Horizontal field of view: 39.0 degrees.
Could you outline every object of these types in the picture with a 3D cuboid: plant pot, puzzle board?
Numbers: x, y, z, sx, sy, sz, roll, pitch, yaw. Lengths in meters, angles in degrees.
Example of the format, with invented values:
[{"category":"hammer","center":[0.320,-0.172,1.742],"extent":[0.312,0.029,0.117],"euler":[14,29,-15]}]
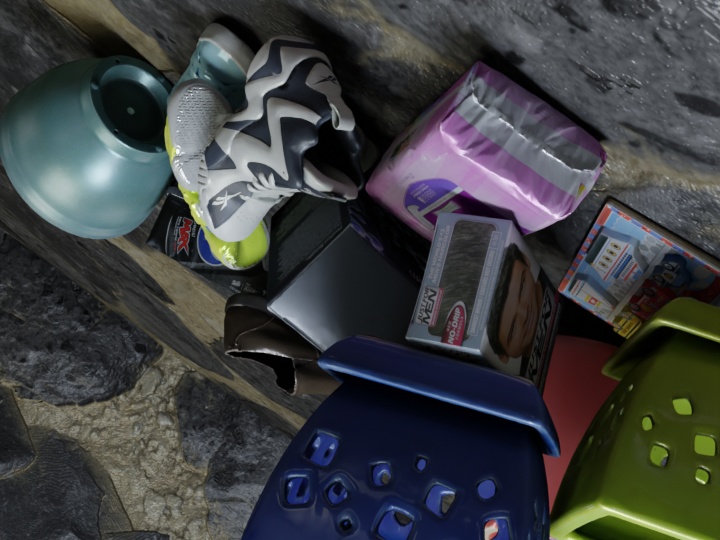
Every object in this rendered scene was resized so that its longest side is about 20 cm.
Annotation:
[{"category":"plant pot","center":[0.050,0.163,0.766],"extent":[0.198,0.182,0.200],"euler":[13,167,19]},{"category":"plant pot","center":[0.188,0.184,1.002],"extent":[0.198,0.179,0.201],"euler":[8,153,4]},{"category":"plant pot","center":[0.273,0.141,0.791],"extent":[0.198,0.183,0.199],"euler":[17,161,5]},{"category":"plant pot","center":[-0.278,-0.153,1.126],"extent":[0.200,0.201,0.134],"euler":[42,135,-21]},{"category":"puzzle board","center":[0.248,0.024,0.854],"extent":[0.150,0.017,0.200],"euler":[32,162,11]}]

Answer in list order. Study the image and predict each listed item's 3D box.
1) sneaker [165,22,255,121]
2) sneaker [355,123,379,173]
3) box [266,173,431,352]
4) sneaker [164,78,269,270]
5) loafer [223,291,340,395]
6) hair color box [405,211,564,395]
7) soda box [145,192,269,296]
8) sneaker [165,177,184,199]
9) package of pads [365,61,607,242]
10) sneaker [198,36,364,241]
[{"category":"sneaker","center":[-0.148,-0.166,0.986],"extent":[0.074,0.082,0.200],"euler":[35,163,-5]},{"category":"sneaker","center":[-0.067,-0.128,0.969],"extent":[0.199,0.074,0.089],"euler":[-3,131,53]},{"category":"box","center":[0.000,0.000,0.954],"extent":[0.148,0.107,0.200],"euler":[41,-164,-20]},{"category":"sneaker","center":[-0.150,-0.099,0.984],"extent":[0.105,0.075,0.202],"euler":[46,153,53]},{"category":"loafer","center":[-0.053,0.095,1.001],"extent":[0.199,0.072,0.073],"euler":[27,151,-14]},{"category":"hair color box","center":[0.106,0.038,0.806],"extent":[0.060,0.100,0.200],"euler":[9,165,26]},{"category":"soda box","center":[-0.136,-0.014,1.090],"extent":[0.199,0.064,0.071],"euler":[26,-179,33]},{"category":"sneaker","center":[-0.193,-0.113,1.210],"extent":[0.128,0.080,0.199],"euler":[23,171,9]},{"category":"package of pads","center":[0.090,-0.076,0.786],"extent":[0.120,0.076,0.200],"euler":[35,163,-7]},{"category":"sneaker","center":[-0.062,-0.077,0.845],"extent":[0.079,0.200,0.130],"euler":[4,-141,-44]}]
